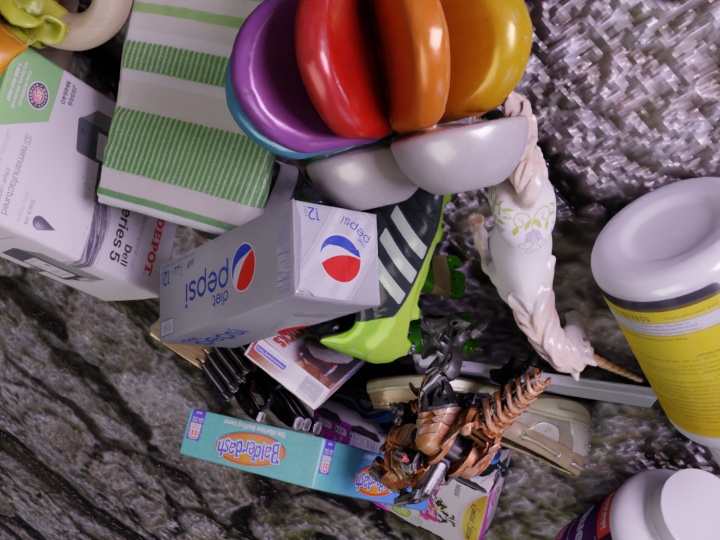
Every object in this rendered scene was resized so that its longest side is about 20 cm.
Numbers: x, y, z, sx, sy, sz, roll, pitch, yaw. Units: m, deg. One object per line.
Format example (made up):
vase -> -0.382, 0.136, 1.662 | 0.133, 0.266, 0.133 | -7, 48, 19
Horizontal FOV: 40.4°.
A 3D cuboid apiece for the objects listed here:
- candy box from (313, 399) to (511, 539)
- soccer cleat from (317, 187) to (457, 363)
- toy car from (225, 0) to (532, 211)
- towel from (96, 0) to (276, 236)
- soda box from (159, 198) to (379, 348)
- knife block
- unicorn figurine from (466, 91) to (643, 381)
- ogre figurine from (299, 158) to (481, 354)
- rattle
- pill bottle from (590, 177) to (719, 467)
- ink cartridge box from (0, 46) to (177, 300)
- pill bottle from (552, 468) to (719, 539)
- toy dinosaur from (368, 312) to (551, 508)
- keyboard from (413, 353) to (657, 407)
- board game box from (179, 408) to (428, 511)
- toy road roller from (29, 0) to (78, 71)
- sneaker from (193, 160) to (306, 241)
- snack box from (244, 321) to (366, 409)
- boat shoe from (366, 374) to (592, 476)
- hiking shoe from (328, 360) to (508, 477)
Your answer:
candy box -> 0.049, 0.203, 1.031 | 0.199, 0.061, 0.137 | 22, 142, 18
soccer cleat -> 0.018, -0.026, 0.719 | 0.081, 0.068, 0.201 | 10, 106, -9
toy car -> -0.004, -0.123, 0.587 | 0.200, 0.150, 0.176 | -6, 99, 50
towel -> -0.117, -0.132, 0.720 | 0.152, 0.023, 0.201 | 16, 99, 25
soda box -> -0.070, 0.009, 0.690 | 0.068, 0.064, 0.200 | 8, 163, -35
knife block -> -0.097, 0.072, 0.906 | 0.175, 0.064, 0.200 | 34, -173, -3
unicorn figurine -> 0.115, -0.015, 0.671 | 0.074, 0.138, 0.200 | -23, 136, 9
ogre figurine -> 0.000, 0.000, 0.813 | 0.200, 0.098, 0.120 | 38, 134, -22
rattle -> -0.210, -0.212, 0.666 | 0.199, 0.143, 0.131 | -12, 103, 32
pill bottle -> 0.241, 0.046, 0.651 | 0.112, 0.112, 0.200 | -6, 127, 43
ink cartridge box -> -0.249, -0.075, 0.827 | 0.084, 0.146, 0.200 | -3, 158, 38
pill bottle -> 0.252, 0.249, 0.871 | 0.112, 0.113, 0.200 | 32, 144, 5
toy dinosaur -> 0.077, 0.111, 0.720 | 0.200, 0.136, 0.102 | -12, 130, 44
keyboard -> 0.143, 0.091, 0.809 | 0.199, 0.011, 0.056 | 8, 167, 9
board game box -> -0.044, 0.177, 0.909 | 0.152, 0.045, 0.200 | 6, 166, 35
toy road roller -> -0.342, -0.244, 0.822 | 0.199, 0.146, 0.123 | 3, 150, -20
sneaker -> -0.122, -0.070, 0.820 | 0.090, 0.067, 0.200 | 26, 167, -22
snack box -> -0.036, 0.069, 0.851 | 0.072, 0.200, 0.024 | 36, 102, 7
boat shoe -> 0.101, 0.129, 0.835 | 0.200, 0.063, 0.073 | 12, 168, -14
hiking shoe -> 0.044, 0.143, 0.939 | 0.199, 0.074, 0.087 | 14, 120, 29
